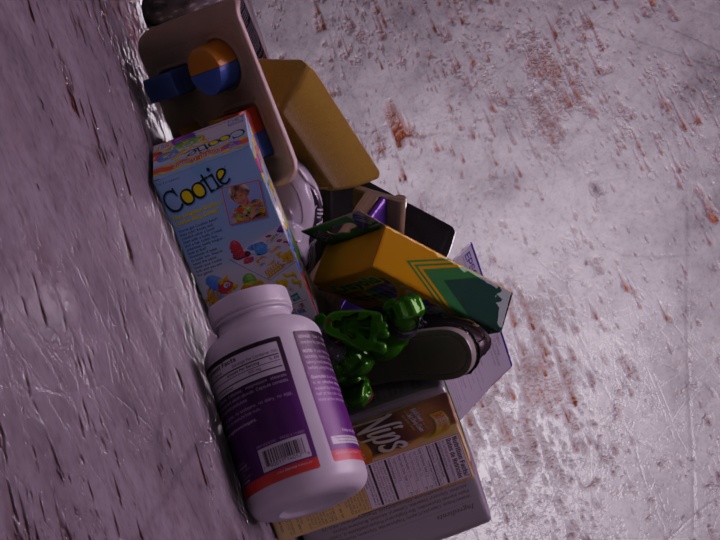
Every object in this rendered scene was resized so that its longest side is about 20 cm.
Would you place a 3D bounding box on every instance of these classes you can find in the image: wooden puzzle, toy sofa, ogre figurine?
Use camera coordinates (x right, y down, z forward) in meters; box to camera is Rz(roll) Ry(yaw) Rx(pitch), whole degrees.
[{"bbox_3d":[-0.163,-0.173,1.662,0.185,0.046,0.200,-8,-78,50],"label":"wooden puzzle"},{"bbox_3d":[0.000,0.000,1.763,0.083,0.097,0.200,91,23,-43],"label":"toy sofa"},{"bbox_3d":[-0.023,0.083,1.536,0.098,0.200,0.120,45,3,16],"label":"ogre figurine"}]

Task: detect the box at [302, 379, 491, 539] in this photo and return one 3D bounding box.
[{"bbox_3d":[0.015,0.194,1.706,0.199,0.200,0.172,-105,177,-73],"label":"box"}]

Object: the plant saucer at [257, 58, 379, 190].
[{"bbox_3d":[-0.105,-0.154,1.753,0.200,0.200,0.048,55,53,-45],"label":"plant saucer"}]

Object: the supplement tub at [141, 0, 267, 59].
[{"bbox_3d":[-0.191,-0.289,1.918,0.123,0.122,0.200,-106,176,-57],"label":"supplement tub"}]

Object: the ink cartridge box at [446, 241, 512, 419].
[{"bbox_3d":[0.089,0.098,1.887,0.047,0.200,0.198,10,-48,40],"label":"ink cartridge box"}]

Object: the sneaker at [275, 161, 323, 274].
[{"bbox_3d":[-0.096,-0.020,1.723,0.115,0.075,0.200,-41,139,-63],"label":"sneaker"}]

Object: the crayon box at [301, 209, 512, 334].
[{"bbox_3d":[0.041,0.012,1.638,0.126,0.200,0.052,-17,-130,59],"label":"crayon box"}]

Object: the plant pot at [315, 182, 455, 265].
[{"bbox_3d":[-0.013,0.016,1.972,0.199,0.200,0.177,28,24,-10],"label":"plant pot"}]

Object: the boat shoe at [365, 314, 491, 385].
[{"bbox_3d":[0.038,0.079,1.630,0.061,0.201,0.072,-24,113,-57],"label":"boat shoe"}]

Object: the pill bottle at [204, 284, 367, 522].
[{"bbox_3d":[-0.073,0.119,1.417,0.112,0.112,0.200,62,9,-72],"label":"pill bottle"}]

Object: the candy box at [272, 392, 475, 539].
[{"bbox_3d":[0.006,0.191,1.538,0.115,0.200,0.055,-102,172,-74],"label":"candy box"}]

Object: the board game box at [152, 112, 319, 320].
[{"bbox_3d":[-0.126,-0.039,1.583,0.103,0.105,0.200,-106,176,-65],"label":"board game box"}]
